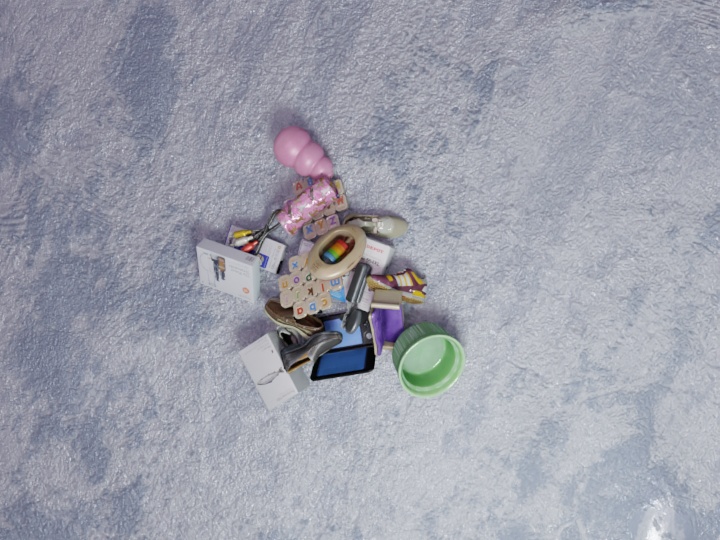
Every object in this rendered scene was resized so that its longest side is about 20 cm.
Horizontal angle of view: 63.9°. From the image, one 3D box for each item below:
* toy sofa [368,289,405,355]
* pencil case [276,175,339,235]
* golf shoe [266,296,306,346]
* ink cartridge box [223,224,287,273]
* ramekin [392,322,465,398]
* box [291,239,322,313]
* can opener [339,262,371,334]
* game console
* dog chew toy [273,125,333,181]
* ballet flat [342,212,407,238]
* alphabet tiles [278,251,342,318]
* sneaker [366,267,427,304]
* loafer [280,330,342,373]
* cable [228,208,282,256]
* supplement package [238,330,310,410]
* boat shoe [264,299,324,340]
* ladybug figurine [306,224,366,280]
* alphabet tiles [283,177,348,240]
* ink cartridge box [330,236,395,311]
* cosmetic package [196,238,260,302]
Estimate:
[{"bbox_3d":[0.080,0.154,1.626,0.081,0.202,0.098,4,46,13],"label":"toy sofa"},{"bbox_3d":[-0.155,-0.190,1.707,0.199,0.083,0.087,-36,89,8],"label":"pencil case"},{"bbox_3d":[-0.228,0.164,1.759,0.078,0.097,0.201,-40,79,12],"label":"golf shoe"},{"bbox_3d":[-0.333,-0.068,1.817,0.197,0.037,0.096,21,94,11],"label":"ink cartridge box"},{"bbox_3d":[0.184,0.244,1.612,0.197,0.098,0.203,-7,116,-15],"label":"ramekin"},{"bbox_3d":[-0.148,0.018,1.754,0.115,0.060,0.203,16,92,13],"label":"box"},{"bbox_3d":[-0.008,0.079,1.639,0.066,0.052,0.203,17,93,29],"label":"can opener"},{"bbox_3d":[-0.057,0.217,1.705,0.197,0.116,0.179,-11,87,13],"label":"game console"},{"bbox_3d":[-0.165,-0.342,1.735,0.199,0.124,0.125,39,98,5],"label":"dog chew toy"},{"bbox_3d":[0.040,-0.134,1.708,0.197,0.069,0.071,5,91,14],"label":"ballet flat"},{"bbox_3d":[-0.146,0.035,1.677,0.197,0.015,0.198,-19,62,15],"label":"alphabet tiles"},{"bbox_3d":[0.104,0.030,1.652,0.198,0.075,0.091,21,70,-29],"label":"sneaker"},{"bbox_3d":[-0.137,0.237,1.667,0.198,0.073,0.073,-26,49,13],"label":"loafer"},{"bbox_3d":[-0.307,-0.109,1.768,0.198,0.050,0.098,-30,84,13],"label":"cable"},{"bbox_3d":[-0.260,0.299,1.755,0.116,0.117,0.202,-32,83,11],"label":"supplement package"},{"bbox_3d":[-0.193,0.133,1.711,0.200,0.075,0.075,26,137,7],"label":"boat shoe"},{"bbox_3d":[-0.065,-0.043,1.621,0.200,0.072,0.136,-41,64,-14],"label":"ladybug figurine"},{"bbox_3d":[-0.136,-0.200,1.757,0.197,0.015,0.198,-19,72,14],"label":"alphabet tiles"},{"bbox_3d":[0.000,0.000,1.707,0.144,0.084,0.203,20,95,13],"label":"ink cartridge box"},{"bbox_3d":[-0.408,0.001,1.789,0.197,0.052,0.152,18,133,14],"label":"cosmetic package"}]
